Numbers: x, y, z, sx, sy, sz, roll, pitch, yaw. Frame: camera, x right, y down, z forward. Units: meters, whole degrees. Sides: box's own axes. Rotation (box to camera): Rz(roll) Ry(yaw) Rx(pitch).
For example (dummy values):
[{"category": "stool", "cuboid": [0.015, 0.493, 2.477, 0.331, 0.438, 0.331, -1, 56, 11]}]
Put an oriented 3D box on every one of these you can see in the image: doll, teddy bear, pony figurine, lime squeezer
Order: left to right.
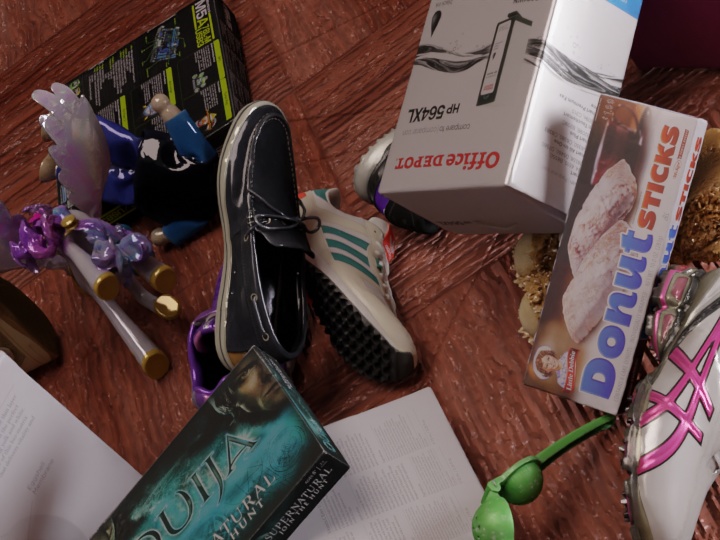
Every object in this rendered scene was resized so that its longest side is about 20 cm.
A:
[{"category": "pony figurine", "cuboid": [-0.233, -0.024, 1.595, 0.166, 0.194, 0.200, -41, 47, -15]}, {"category": "doll", "cuboid": [-0.174, -0.088, 1.661, 0.198, 0.137, 0.048, 16, 28, 16]}, {"category": "lime squeezer", "cuboid": [0.110, 0.147, 1.232, 0.070, 0.038, 0.201, 6, 40, 16]}, {"category": "teddy bear", "cuboid": [0.187, -0.017, 1.358, 0.200, 0.067, 0.145, -39, 34, 15]}]

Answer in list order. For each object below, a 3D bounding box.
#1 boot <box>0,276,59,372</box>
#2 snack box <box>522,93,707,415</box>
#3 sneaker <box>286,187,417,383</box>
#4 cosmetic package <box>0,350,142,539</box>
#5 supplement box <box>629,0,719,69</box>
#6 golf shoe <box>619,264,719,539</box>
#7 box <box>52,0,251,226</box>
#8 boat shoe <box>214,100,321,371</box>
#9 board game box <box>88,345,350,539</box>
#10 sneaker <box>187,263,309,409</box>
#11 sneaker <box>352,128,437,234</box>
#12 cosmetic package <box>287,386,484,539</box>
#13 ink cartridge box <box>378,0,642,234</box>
[{"category": "boot", "cuboid": [-0.368, 0.046, 1.637, 0.155, 0.200, 0.073, -33, 41, 12]}, {"category": "snack box", "cuboid": [0.168, -0.011, 1.301, 0.071, 0.024, 0.202, 17, 95, 26]}, {"category": "sneaker", "cuboid": [0.000, 0.000, 1.480, 0.093, 0.071, 0.200, -26, 47, -22]}, {"category": "cosmetic package", "cuboid": [-0.282, 0.191, 1.434, 0.122, 0.200, 0.200, 4, 57, 41]}, {"category": "supplement box", "cuboid": [0.276, -0.255, 1.462, 0.130, 0.103, 0.201, 7, 60, 42]}, {"category": "golf shoe", "cuboid": [0.216, 0.086, 1.223, 0.091, 0.073, 0.201, 4, 64, 25]}, {"category": "box", "cuboid": [-0.190, -0.138, 1.780, 0.192, 0.048, 0.201, -28, 41, 13]}, {"category": "boat shoe", "cuboid": [-0.064, -0.024, 1.421, 0.062, 0.074, 0.202, -6, 77, 39]}, {"category": "board game box", "cuboid": [-0.104, 0.162, 1.307, 0.200, 0.028, 0.135, -49, 37, 7]}, {"category": "sneaker", "cuboid": [-0.093, 0.050, 1.497, 0.080, 0.089, 0.201, -24, 41, 22]}, {"category": "sneaker", "cuboid": [0.094, -0.103, 1.507, 0.200, 0.070, 0.100, -46, 46, 1]}, {"category": "cosmetic package", "cuboid": [0.012, 0.179, 1.288, 0.150, 0.052, 0.200, -18, 40, -7]}, {"category": "ink cartridge box", "cuboid": [0.108, -0.134, 1.395, 0.145, 0.084, 0.202, -1, 69, 52]}]
